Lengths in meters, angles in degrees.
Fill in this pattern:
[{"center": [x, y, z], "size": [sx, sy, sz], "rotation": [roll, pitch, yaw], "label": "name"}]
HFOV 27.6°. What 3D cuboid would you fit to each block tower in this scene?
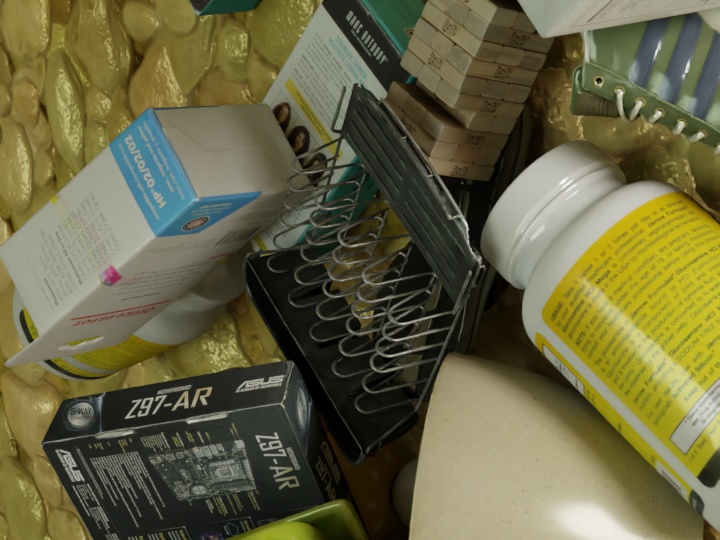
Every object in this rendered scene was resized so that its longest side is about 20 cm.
[{"center": [0.077, -0.149, 0.790], "size": [0.054, 0.058, 0.200], "rotation": [46, 121, 40], "label": "block tower"}]

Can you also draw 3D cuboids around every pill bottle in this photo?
[{"center": [0.157, 0.027, 0.747], "size": [0.200, 0.112, 0.113], "rotation": [47, 132, 26], "label": "pill bottle"}, {"center": [-0.165, 0.009, 1.083], "size": [0.200, 0.111, 0.111], "rotation": [-23, 85, 48], "label": "pill bottle"}]

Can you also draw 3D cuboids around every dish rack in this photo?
[{"center": [0.000, 0.000, 0.840], "size": [0.153, 0.054, 0.200], "rotation": [56, 151, 25], "label": "dish rack"}]

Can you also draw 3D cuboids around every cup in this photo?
[{"center": [0.111, 0.150, 0.797], "size": [0.143, 0.200, 0.201], "rotation": [4, 108, 13], "label": "cup"}]

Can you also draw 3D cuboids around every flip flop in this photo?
[{"center": [0.065, -0.013, 0.881], "size": [0.081, 0.058, 0.200], "rotation": [29, 107, 45], "label": "flip flop"}]

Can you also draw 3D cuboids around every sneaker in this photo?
[{"center": [0.146, -0.095, 0.720], "size": [0.090, 0.067, 0.200], "rotation": [-34, 80, 4], "label": "sneaker"}]

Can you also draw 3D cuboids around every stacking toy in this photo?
[{"center": [-0.021, 0.145, 0.981], "size": [0.200, 0.146, 0.146], "rotation": [4, 105, 30], "label": "stacking toy"}]

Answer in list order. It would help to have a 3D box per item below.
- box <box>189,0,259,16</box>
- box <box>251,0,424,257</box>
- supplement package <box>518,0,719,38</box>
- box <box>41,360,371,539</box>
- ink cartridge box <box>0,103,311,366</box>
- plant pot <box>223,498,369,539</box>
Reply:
[{"center": [-0.057, -0.253, 0.933], "size": [0.200, 0.049, 0.082], "rotation": [-41, 72, 45], "label": "box"}, {"center": [-0.018, -0.090, 0.931], "size": [0.082, 0.049, 0.200], "rotation": [55, 135, 19], "label": "box"}, {"center": [0.145, -0.211, 0.620], "size": [0.151, 0.200, 0.152], "rotation": [-45, 70, 45], "label": "supplement package"}, {"center": [-0.085, 0.158, 0.920], "size": [0.160, 0.044, 0.200], "rotation": [-12, 121, 17], "label": "box"}, {"center": [-0.141, -0.021, 0.918], "size": [0.200, 0.115, 0.068], "rotation": [-37, 75, 31], "label": "ink cartridge box"}, {"center": [-0.068, 0.246, 0.817], "size": [0.200, 0.181, 0.199], "rotation": [-25, 87, 24], "label": "plant pot"}]
